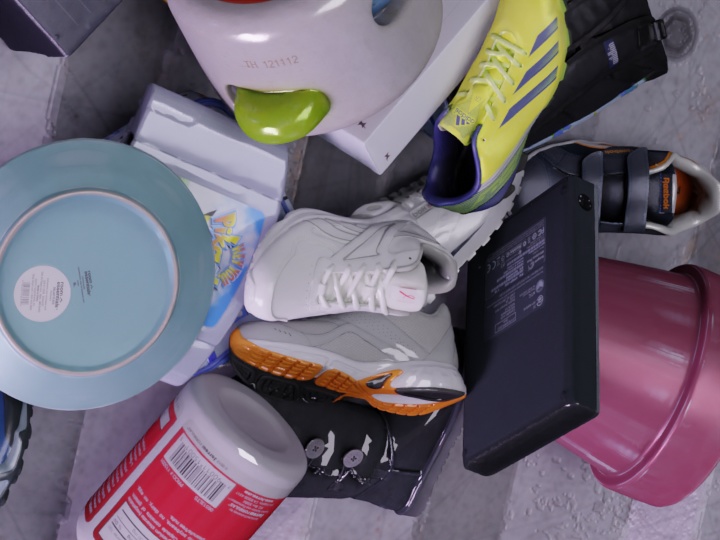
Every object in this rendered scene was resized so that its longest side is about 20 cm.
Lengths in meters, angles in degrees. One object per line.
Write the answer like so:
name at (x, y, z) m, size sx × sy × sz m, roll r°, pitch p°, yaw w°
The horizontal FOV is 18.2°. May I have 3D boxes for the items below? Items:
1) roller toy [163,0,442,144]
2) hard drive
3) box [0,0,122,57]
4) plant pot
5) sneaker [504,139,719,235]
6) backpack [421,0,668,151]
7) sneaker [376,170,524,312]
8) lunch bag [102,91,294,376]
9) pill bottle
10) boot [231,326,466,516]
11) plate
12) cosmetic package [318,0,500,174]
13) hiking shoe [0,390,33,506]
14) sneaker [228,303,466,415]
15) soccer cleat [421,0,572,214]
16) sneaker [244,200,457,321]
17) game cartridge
roller toy at (-0.044, -0.205, 1.612) m, size 0.182 × 0.200 × 0.140 m, roll -32°, pitch 137°, yaw -3°
hard drive at (0.131, 0.044, 1.736) m, size 0.033 × 0.139 × 0.201 m, roll 22°, pitch 54°, yaw -28°
box at (-0.224, -0.291, 1.581) m, size 0.200 × 0.117 × 0.197 m, roll -49°, pitch 117°, yaw -13°
plant pot at (0.202, 0.072, 1.841) m, size 0.178 × 0.200 × 0.201 m, roll 22°, pitch 88°, yaw -14°
sneaker at (0.214, -0.069, 1.877) m, size 0.199 × 0.079 × 0.079 m, roll -5°, pitch 102°, yaw -26°
backpack at (0.126, -0.174, 1.785) m, size 0.200 × 0.153 × 0.164 m, roll -45°, pitch 125°, yaw -29°
sneaker at (0.052, -0.040, 1.801) m, size 0.080 × 0.076 × 0.200 m, roll 44°, pitch 77°, yaw -18°
lunch bag at (-0.131, -0.022, 1.703) m, size 0.160 × 0.075 × 0.201 m, roll -34°, pitch 112°, yaw -15°
pill bottle at (-0.141, 0.183, 1.684) m, size 0.112 × 0.112 × 0.200 m, roll 32°, pitch 108°, yaw -28°
boot at (-0.018, 0.108, 1.787) m, size 0.199 × 0.066 × 0.166 m, roll 14°, pitch 100°, yaw -26°
plate at (-0.197, 0.007, 1.597) m, size 0.199 × 0.026 × 0.202 m, roll -5°, pitch 107°, yaw -17°
cosmetic package at (0.019, -0.190, 1.707) m, size 0.200 × 0.150 × 0.052 m, roll -50°, pitch 150°, yaw -12°
hiking shoe at (-0.311, 0.156, 1.637) m, size 0.086 × 0.074 × 0.201 m, roll 32°, pitch 84°, yaw -29°
sneaker at (-0.012, 0.052, 1.727) m, size 0.199 × 0.076 × 0.093 m, roll 11°, pitch 63°, yaw -29°
soccer cleat at (0.099, -0.130, 1.671) m, size 0.083 × 0.065 × 0.201 m, roll -11°, pitch 128°, yaw -41°
sneaker at (0.000, 0.000, 1.665) m, size 0.199 × 0.099 × 0.078 m, roll -19°, pitch 128°, yaw -45°
game cartridge at (-0.136, -0.021, 1.643) m, size 0.133 × 0.040 × 0.201 m, roll 21°, pitch 97°, yaw -26°
